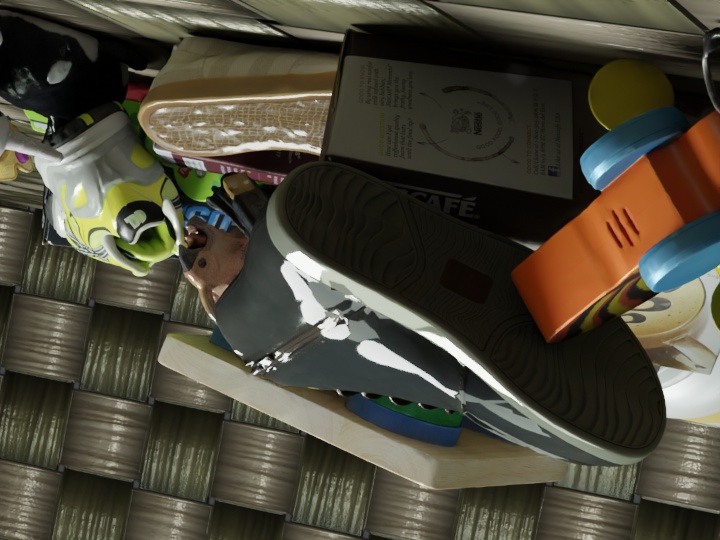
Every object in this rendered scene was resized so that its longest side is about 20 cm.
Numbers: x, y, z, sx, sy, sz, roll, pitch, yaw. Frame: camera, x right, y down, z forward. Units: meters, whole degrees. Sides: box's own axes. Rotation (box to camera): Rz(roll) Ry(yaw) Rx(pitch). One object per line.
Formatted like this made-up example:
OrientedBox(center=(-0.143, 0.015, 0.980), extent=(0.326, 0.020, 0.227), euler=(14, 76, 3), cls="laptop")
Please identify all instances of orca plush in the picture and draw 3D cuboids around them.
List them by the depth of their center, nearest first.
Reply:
OrientedBox(center=(-0.178, -0.095, 1.395), extent=(0.105, 0.071, 0.200), euler=(11, 178, -7), cls="orca plush")

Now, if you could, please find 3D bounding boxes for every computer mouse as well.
OrientedBox(center=(0.000, 0.000, 1.322), extent=(0.110, 0.044, 0.200), euler=(44, -162, 29), cls="computer mouse")

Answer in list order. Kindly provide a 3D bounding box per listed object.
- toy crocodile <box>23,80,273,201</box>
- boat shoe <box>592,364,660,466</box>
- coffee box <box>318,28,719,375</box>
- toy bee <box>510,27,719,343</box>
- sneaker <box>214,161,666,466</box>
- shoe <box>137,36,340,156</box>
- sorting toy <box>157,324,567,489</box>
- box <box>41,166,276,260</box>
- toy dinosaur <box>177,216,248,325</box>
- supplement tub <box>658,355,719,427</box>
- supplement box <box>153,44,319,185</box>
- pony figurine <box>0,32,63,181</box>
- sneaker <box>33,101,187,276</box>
OrientedBox(center=(-0.114, -0.086, 1.522), extent=(0.200, 0.062, 0.068), euler=(15, -163, 25), cls="toy crocodile")
OrientedBox(center=(0.085, 0.034, 1.268), extent=(0.072, 0.072, 0.200), euler=(10, -162, -19), cls="boat shoe")
OrientedBox(center=(0.079, -0.030, 1.145), extent=(0.200, 0.080, 0.113), euler=(11, 142, -2), cls="coffee box")
OrientedBox(center=(0.152, -0.032, 1.013), extent=(0.109, 0.131, 0.200), euler=(-17, -178, -33), cls="toy bee")
OrientedBox(center=(0.035, 0.035, 1.110), extent=(0.200, 0.075, 0.106), euler=(33, 144, -2), cls="sneaker")
OrientedBox(center=(-0.014, -0.087, 1.224), extent=(0.200, 0.053, 0.070), euler=(6, 143, 23), cls="shoe")
OrientedBox(center=(0.014, 0.062, 1.527), extent=(0.199, 0.070, 0.200), euler=(23, -173, 25), cls="sorting toy")
OrientedBox(center=(-0.104, -0.050, 1.605), extent=(0.200, 0.050, 0.199), euler=(6, -167, -9), cls="box")
OrientedBox(center=(-0.009, 0.003, 1.424), extent=(0.200, 0.136, 0.086), euler=(12, 140, -8), cls="toy dinosaur")
OrientedBox(center=(0.209, 0.015, 1.367), extent=(0.200, 0.145, 0.145), euler=(12, 177, -44), cls="supplement tub")
OrientedBox(center=(-0.007, -0.070, 1.346), extent=(0.200, 0.061, 0.109), euler=(12, 178, -2), cls="supplement box")
OrientedBox(center=(-0.257, -0.091, 1.232), extent=(0.193, 0.167, 0.200), euler=(3, 161, 6), cls="pony figurine")
OrientedBox(center=(-0.134, -0.027, 1.406), extent=(0.075, 0.076, 0.200), euler=(-32, 167, -1), cls="sneaker")
